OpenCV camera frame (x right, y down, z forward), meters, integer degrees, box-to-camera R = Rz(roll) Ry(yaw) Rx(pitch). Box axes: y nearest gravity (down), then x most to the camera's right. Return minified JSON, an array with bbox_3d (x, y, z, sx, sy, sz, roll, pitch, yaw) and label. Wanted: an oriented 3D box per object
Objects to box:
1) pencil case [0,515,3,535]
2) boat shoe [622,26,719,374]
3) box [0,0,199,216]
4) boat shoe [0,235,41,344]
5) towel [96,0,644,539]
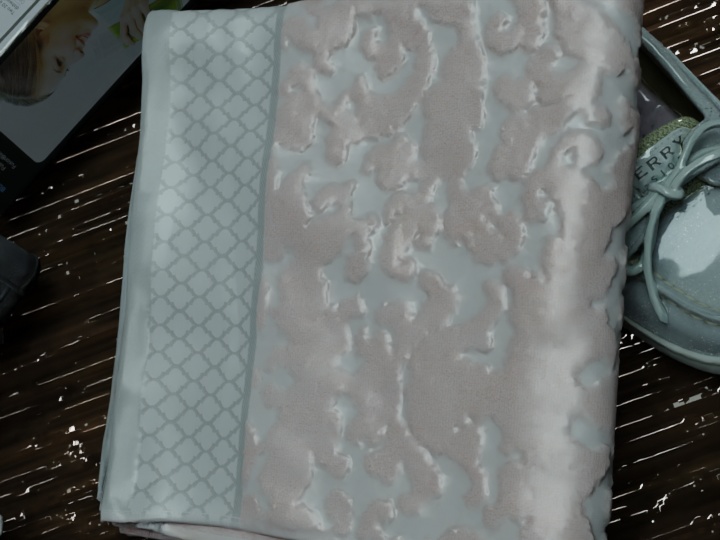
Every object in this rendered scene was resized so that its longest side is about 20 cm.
[{"bbox_3d":[-0.138,0.160,0.666,0.088,0.088,0.200,-25,63,6],"label":"pencil case"},{"bbox_3d":[0.086,-0.049,0.695,0.074,0.065,0.202,-32,61,2],"label":"boat shoe"},{"bbox_3d":[-0.122,-0.133,0.793,0.200,0.060,0.117,-48,53,-4],"label":"box"},{"bbox_3d":[-0.209,-0.031,0.782,0.200,0.074,0.060,33,80,25],"label":"boat shoe"},{"bbox_3d":[0.000,0.000,0.683,0.191,0.032,0.200,1,81,27],"label":"towel"}]
